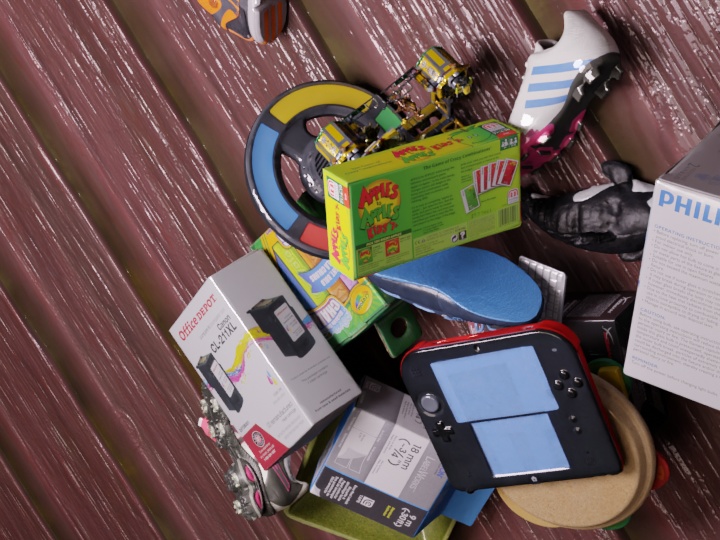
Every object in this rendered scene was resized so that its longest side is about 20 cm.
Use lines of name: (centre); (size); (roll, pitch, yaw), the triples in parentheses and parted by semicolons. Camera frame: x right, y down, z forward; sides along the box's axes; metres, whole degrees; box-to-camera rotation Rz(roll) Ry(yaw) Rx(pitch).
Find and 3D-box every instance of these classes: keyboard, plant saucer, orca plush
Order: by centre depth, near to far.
orca plush: (0.227, -0.055, 1.504); (0.199, 0.071, 0.106); (21, 124, 28)
keyboard: (0.179, 0.082, 1.554); (0.056, 0.011, 0.202); (20, 122, 28)
plant saucer: (0.029, 0.243, 1.794); (0.198, 0.048, 0.201); (20, 123, -1)

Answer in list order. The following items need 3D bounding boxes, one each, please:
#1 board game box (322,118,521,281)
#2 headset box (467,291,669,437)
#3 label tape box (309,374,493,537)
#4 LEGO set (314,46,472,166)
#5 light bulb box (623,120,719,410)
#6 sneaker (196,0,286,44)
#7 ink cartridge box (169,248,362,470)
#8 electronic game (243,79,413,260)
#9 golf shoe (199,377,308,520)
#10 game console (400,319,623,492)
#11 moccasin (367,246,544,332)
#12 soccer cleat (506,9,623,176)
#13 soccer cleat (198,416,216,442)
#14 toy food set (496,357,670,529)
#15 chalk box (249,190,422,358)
board game box: (0.063, -0.070, 1.455); (0.048, 0.199, 0.102); (33, 134, 51)
headset box: (0.212, 0.104, 1.599); (0.199, 0.077, 0.150); (-1, 112, 37)
label tape box: (0.062, 0.226, 1.709); (0.199, 0.063, 0.145); (24, 124, -3)
LEGO set: (0.059, -0.115, 1.509); (0.116, 0.199, 0.154); (46, 157, 23)
light bulb box: (0.342, -0.012, 1.352); (0.124, 0.198, 0.202); (20, 123, 26)
sneaker: (-0.142, -0.348, 1.631); (0.111, 0.077, 0.201); (21, 125, 26)
ink cartridge box: (-0.110, 0.100, 1.676); (0.201, 0.083, 0.146); (54, 143, 8)
electronic game: (-0.026, -0.108, 1.595); (0.200, 0.200, 0.042); (52, 156, 3)
golf shoe: (-0.130, 0.190, 1.767); (0.077, 0.087, 0.202); (-15, 93, 70)
game console: (0.149, 0.141, 1.507); (0.199, 0.031, 0.178); (-11, 110, 33)
moccasin: (0.099, 0.013, 1.543); (0.199, 0.081, 0.068); (22, 159, 24)
soccer cleat: (0.187, -0.174, 1.487); (0.200, 0.069, 0.087); (-52, 56, 44)
soccer cleat: (-0.129, 0.122, 1.811); (0.076, 0.067, 0.201); (25, 100, 7)
toy food set: (0.215, 0.182, 1.544); (0.197, 0.049, 0.201); (-7, 110, 31)
chalk box: (0.000, 0.000, 1.676); (0.200, 0.125, 0.124); (51, 134, 3)
